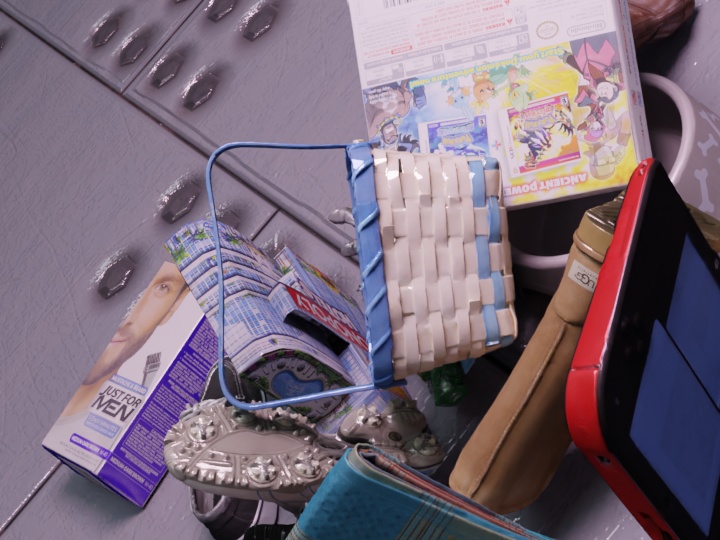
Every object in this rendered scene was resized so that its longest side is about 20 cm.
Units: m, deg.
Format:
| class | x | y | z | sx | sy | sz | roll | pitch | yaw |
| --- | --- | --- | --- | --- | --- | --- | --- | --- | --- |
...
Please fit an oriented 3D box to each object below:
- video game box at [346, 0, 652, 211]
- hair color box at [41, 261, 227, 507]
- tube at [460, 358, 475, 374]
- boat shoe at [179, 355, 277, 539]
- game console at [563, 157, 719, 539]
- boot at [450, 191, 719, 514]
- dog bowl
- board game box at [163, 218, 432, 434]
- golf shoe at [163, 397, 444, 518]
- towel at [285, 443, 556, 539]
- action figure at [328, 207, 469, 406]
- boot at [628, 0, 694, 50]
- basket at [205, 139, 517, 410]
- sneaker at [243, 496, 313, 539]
| class | x | y | z | sx | sy | sz | roll | pitch | yaw |
| --- | --- | --- | --- | --- | --- | --- | --- | --- | --- |
| video game box | 0.097 | -0.133 | 1.110 | 0.199 | 0.047 | 0.183 | -9 | 85 | 26 |
| hair color box | -0.180 | 0.096 | 1.377 | 0.109 | 0.065 | 0.200 | 13 | 64 | 52 |
| tube | 0.071 | -0.024 | 1.173 | 0.201 | 0.050 | 0.078 | -107 | 31 | -42 |
| boat shoe | -0.112 | 0.133 | 1.263 | 0.073 | 0.068 | 0.200 | -29 | 39 | 23 |
| game console | 0.184 | 0.062 | 0.907 | 0.031 | 0.200 | 0.178 | 1 | 55 | 37 |
| boot | 0.147 | 0.049 | 1.022 | 0.066 | 0.175 | 0.201 | 37 | 116 | 29 |
| dog bowl | 0.178 | -0.060 | 1.156 | 0.199 | 0.059 | 0.201 | -28 | 39 | 25 |
| board game box | -0.033 | 0.063 | 1.177 | 0.062 | 0.200 | 0.200 | -43 | 49 | 8 |
| golf shoe | -0.043 | 0.144 | 1.079 | 0.079 | 0.199 | 0.098 | -111 | 33 | -45 |
| towel | 0.016 | 0.195 | 0.942 | 0.200 | 0.146 | 0.022 | -58 | 9 | 38 |
| action figure | 0.033 | 0.029 | 1.197 | 0.054 | 0.118 | 0.200 | -26 | 47 | -4 |
| boot | 0.143 | -0.175 | 1.218 | 0.186 | 0.065 | 0.200 | -11 | 16 | 37 |
| basket | 0.000 | 0.000 | 1.048 | 0.139 | 0.199 | 0.178 | 179 | 88 | -85 |
| sneaker | -0.006 | 0.187 | 1.047 | 0.200 | 0.090 | 0.076 | -20 | 73 | 60 |
